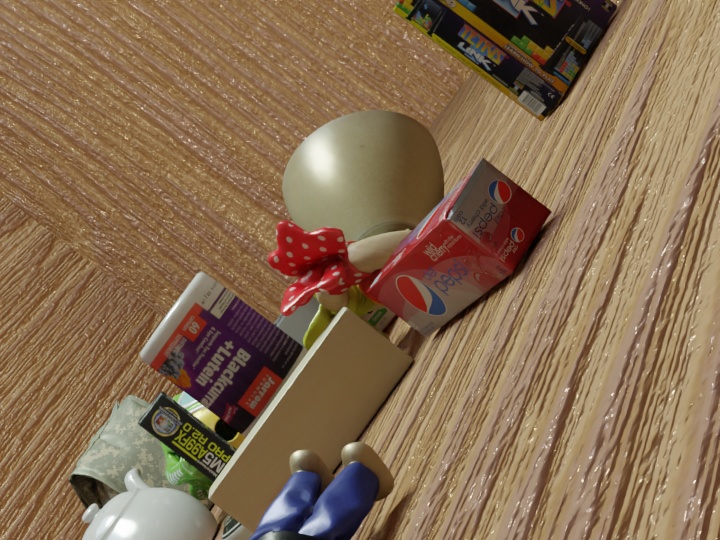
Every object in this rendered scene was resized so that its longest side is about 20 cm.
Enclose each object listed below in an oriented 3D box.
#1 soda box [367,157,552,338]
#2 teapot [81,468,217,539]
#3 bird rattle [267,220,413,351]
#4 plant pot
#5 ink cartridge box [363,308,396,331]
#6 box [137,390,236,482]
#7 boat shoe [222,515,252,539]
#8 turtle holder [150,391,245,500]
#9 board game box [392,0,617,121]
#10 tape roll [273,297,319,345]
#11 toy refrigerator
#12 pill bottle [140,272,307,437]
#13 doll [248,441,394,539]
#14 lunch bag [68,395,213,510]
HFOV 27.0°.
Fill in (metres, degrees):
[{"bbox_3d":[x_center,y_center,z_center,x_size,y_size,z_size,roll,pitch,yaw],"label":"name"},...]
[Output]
[{"bbox_3d":[0.074,-0.013,1.194,0.064,0.070,0.200,-54,3,-23],"label":"soda box"},{"bbox_3d":[-0.280,0.341,1.842,0.198,0.145,0.200,-55,5,-21],"label":"teapot"},{"bbox_3d":[0.000,0.000,1.400,0.161,0.114,0.201,-18,-31,-2],"label":"bird rattle"},{"bbox_3d":[0.018,-0.070,1.787,0.201,0.199,0.135,-51,39,28],"label":"plant pot"},{"bbox_3d":[0.006,0.049,1.662,0.109,0.050,0.200,-51,6,31],"label":"ink cartridge box"},{"bbox_3d":[-0.181,0.205,1.726,0.044,0.160,0.200,-51,4,-8],"label":"box"},{"bbox_3d":[-0.081,0.178,1.449,0.201,0.063,0.071,-54,4,-1],"label":"boat shoe"},{"bbox_3d":[-0.191,0.205,1.927,0.131,0.142,0.185,-33,-21,28],"label":"turtle holder"},{"bbox_3d":[0.157,-0.280,1.600,0.166,0.199,0.057,-56,3,-35],"label":"board game box"},{"bbox_3d":[-0.128,0.123,2.533,0.201,0.066,0.200,-53,3,4],"label":"tape roll"},{"bbox_3d":[-0.044,0.135,1.307,0.201,0.076,0.070,-55,4,-3],"label":"toy refrigerator"},{"bbox_3d":[-0.118,0.103,1.549,0.112,0.199,0.111,-53,4,5],"label":"pill bottle"},{"bbox_3d":[-0.039,0.174,0.867,0.135,0.049,0.200,-12,24,27],"label":"doll"},{"bbox_3d":[-0.306,0.295,2.157,0.118,0.199,0.165,-48,7,48],"label":"lunch bag"}]
